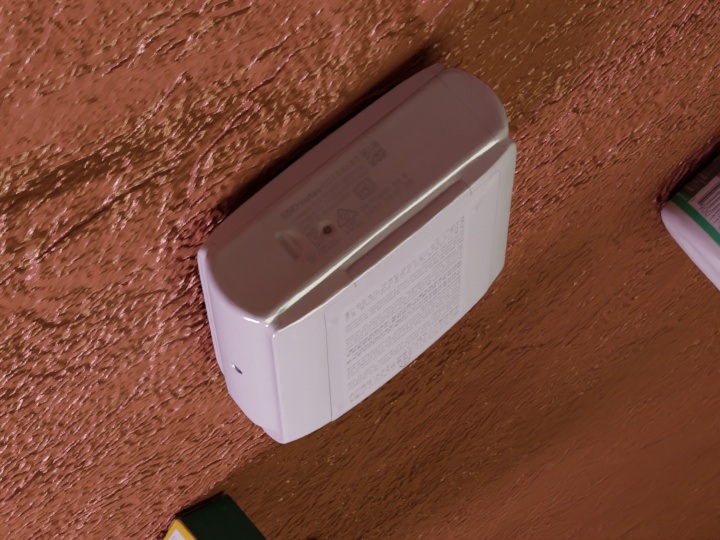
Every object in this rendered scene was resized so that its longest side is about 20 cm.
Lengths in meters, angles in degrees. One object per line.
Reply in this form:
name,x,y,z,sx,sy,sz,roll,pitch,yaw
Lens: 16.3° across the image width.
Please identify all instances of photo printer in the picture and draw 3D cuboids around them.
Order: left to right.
photo printer,0.000,0.000,1.240,0.166,0.070,0.200,-39,163,-13

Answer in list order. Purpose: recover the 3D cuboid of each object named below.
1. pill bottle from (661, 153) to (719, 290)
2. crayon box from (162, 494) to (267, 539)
pill bottle,0.308,-0.065,1.675,0.200,0.113,0.113,-42,162,1
crayon box,-0.058,0.250,1.484,0.051,0.200,0.126,-21,153,-48
